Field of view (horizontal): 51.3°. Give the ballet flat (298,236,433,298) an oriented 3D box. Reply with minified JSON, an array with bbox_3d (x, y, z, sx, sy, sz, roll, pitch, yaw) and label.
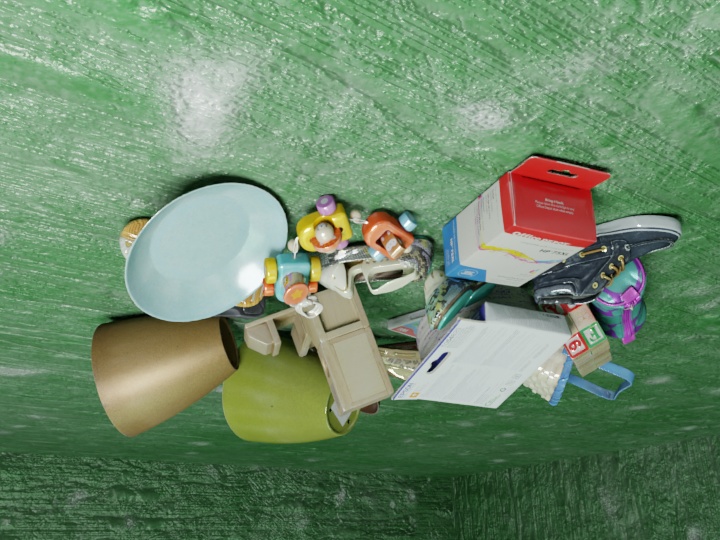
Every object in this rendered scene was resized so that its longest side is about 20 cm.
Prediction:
[{"bbox_3d":[0.000,0.000,0.988,0.195,0.074,0.072,-7,159,13],"label":"ballet flat"}]

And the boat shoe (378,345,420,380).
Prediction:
[{"bbox_3d":[0.035,0.150,1.375,0.195,0.064,0.073,18,-178,-3],"label":"boat shoe"}]

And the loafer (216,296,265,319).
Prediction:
[{"bbox_3d":[-0.218,0.035,1.062,0.062,0.074,0.198,-10,161,32],"label":"loafer"}]

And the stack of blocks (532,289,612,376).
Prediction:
[{"bbox_3d":[0.329,0.086,1.153,0.058,0.117,0.200,-31,156,10],"label":"stack of blocks"}]

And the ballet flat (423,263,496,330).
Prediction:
[{"bbox_3d":[0.118,0.025,0.982,0.073,0.076,0.199,-14,-177,28],"label":"ballet flat"}]

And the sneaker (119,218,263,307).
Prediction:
[{"bbox_3d":[-0.218,-0.004,0.954,0.197,0.077,0.087,27,172,-29],"label":"sneaker"}]

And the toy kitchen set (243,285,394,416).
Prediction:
[{"bbox_3d":[-0.072,0.144,1.128,0.159,0.184,0.201,-17,164,-16],"label":"toy kitchen set"}]

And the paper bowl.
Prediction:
[{"bbox_3d":[0.182,0.094,1.147,0.195,0.106,0.204,-7,138,-6],"label":"paper bowl"}]

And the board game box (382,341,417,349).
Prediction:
[{"bbox_3d":[0.101,0.165,1.487,0.194,0.020,0.103,-8,156,16],"label":"board game box"}]

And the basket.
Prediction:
[{"bbox_3d":[0.369,0.166,1.315,0.196,0.141,0.177,26,164,14],"label":"basket"}]

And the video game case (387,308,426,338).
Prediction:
[{"bbox_3d":[0.163,0.085,1.289,0.197,0.018,0.141,-20,153,38],"label":"video game case"}]

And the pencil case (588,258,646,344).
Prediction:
[{"bbox_3d":[0.370,0.038,1.085,0.084,0.094,0.200,-26,155,12],"label":"pencil case"}]

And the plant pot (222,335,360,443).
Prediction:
[{"bbox_3d":[-0.101,0.210,1.264,0.196,0.192,0.185,3,167,39],"label":"plant pot"}]

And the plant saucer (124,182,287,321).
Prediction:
[{"bbox_3d":[-0.179,-0.028,0.863,0.197,0.039,0.204,-24,143,-19],"label":"plant saucer"}]

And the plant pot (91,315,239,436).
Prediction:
[{"bbox_3d":[-0.305,0.146,1.221,0.195,0.191,0.187,-19,158,3],"label":"plant pot"}]

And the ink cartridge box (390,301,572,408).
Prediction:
[{"bbox_3d":[0.164,0.122,1.057,0.195,0.041,0.201,9,136,-28],"label":"ink cartridge box"}]

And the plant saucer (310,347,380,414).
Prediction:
[{"bbox_3d":[-0.036,0.175,1.333,0.198,0.035,0.202,35,154,20],"label":"plant saucer"}]

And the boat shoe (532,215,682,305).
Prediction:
[{"bbox_3d":[0.314,-0.008,0.963,0.195,0.093,0.071,-8,158,15],"label":"boat shoe"}]

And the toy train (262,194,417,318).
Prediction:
[{"bbox_3d":[-0.026,-0.006,0.901,0.199,0.056,0.149,-41,131,19],"label":"toy train"}]

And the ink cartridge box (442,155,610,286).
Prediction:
[{"bbox_3d":[0.191,-0.051,0.876,0.113,0.069,0.200,7,157,-20],"label":"ink cartridge box"}]
